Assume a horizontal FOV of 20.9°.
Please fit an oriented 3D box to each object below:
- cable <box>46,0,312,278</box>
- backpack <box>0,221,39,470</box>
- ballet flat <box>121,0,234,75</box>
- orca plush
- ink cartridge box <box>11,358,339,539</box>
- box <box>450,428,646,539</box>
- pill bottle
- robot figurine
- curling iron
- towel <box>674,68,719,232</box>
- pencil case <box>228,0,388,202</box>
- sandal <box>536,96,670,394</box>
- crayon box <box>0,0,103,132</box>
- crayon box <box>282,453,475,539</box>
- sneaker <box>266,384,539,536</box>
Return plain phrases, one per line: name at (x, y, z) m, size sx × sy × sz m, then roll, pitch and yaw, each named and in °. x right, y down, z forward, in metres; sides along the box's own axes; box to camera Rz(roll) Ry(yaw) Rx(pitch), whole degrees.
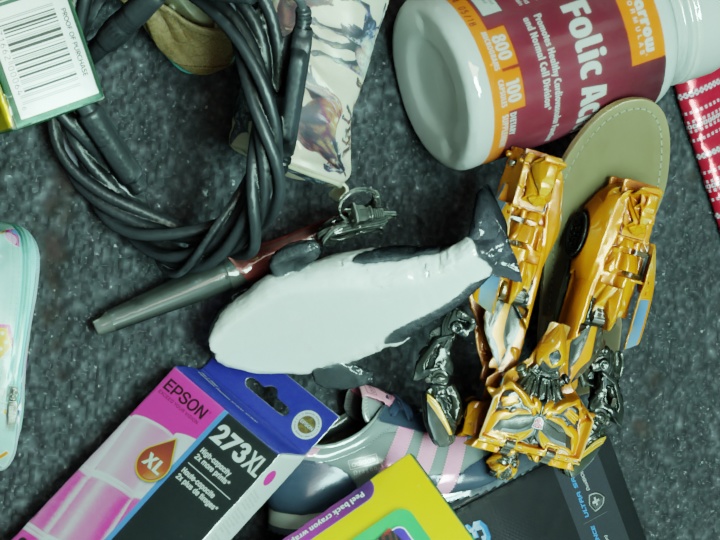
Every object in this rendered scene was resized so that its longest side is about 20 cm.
cable at (-0.114, -0.090, 1.142) m, size 0.161 × 0.051 × 0.202 m, roll 15°, pitch 114°, yaw 8°
backpack at (-0.258, 0.018, 1.062) m, size 0.152 × 0.175 × 0.203 m, roll -1°, pitch 96°, yaw -24°
ballet flat at (-0.138, -0.200, 1.157) m, size 0.200 × 0.072 × 0.068 m, roll 47°, pitch 52°, yaw -16°
orca plush at (0.000, 0.000, 1.188) m, size 0.199 × 0.071 × 0.105 m, roll -34°, pitch 114°, yaw 22°
ink cartridge box at (-0.113, 0.129, 1.173) m, size 0.094 × 0.037 × 0.200 m, roll 36°, pitch 72°, yaw 25°
box at (0.105, 0.231, 1.283) m, size 0.197 × 0.050 × 0.202 m, roll -23°, pitch 99°, yaw -20°
pill bottle at (0.131, -0.145, 1.246) m, size 0.198 × 0.114 × 0.115 m, roll -20°, pitch 98°, yaw -20°
robot figurine at (0.114, 0.033, 1.203) m, size 0.144 × 0.058 × 0.202 m, roll 14°, pitch 92°, yaw -18°
curling iron at (-0.073, -0.006, 1.192) m, size 0.198 × 0.050 × 0.026 m, roll -21°, pitch 75°, yaw 0°
towel at (0.304, -0.080, 1.368) m, size 0.144 × 0.022 × 0.202 m, roll -24°, pitch 100°, yaw -19°
pencil case at (-0.021, -0.149, 1.206) m, size 0.089 × 0.078 × 0.202 m, roll 15°, pitch 85°, yaw -11°
sandal at (0.145, -0.027, 1.281) m, size 0.077 × 0.070 × 0.214 m, roll 0°, pitch 117°, yaw -14°
crayon box at (-0.219, -0.175, 1.066) m, size 0.058 × 0.172 × 0.202 m, roll -21°, pitch 99°, yaw -21°
crayon box at (-0.001, 0.234, 1.131) m, size 0.199 × 0.058 × 0.173 m, roll -34°, pitch 60°, yaw -7°
sneaker at (0.030, 0.106, 1.236) m, size 0.198 × 0.070 × 0.083 m, roll -14°, pitch 100°, yaw -22°
